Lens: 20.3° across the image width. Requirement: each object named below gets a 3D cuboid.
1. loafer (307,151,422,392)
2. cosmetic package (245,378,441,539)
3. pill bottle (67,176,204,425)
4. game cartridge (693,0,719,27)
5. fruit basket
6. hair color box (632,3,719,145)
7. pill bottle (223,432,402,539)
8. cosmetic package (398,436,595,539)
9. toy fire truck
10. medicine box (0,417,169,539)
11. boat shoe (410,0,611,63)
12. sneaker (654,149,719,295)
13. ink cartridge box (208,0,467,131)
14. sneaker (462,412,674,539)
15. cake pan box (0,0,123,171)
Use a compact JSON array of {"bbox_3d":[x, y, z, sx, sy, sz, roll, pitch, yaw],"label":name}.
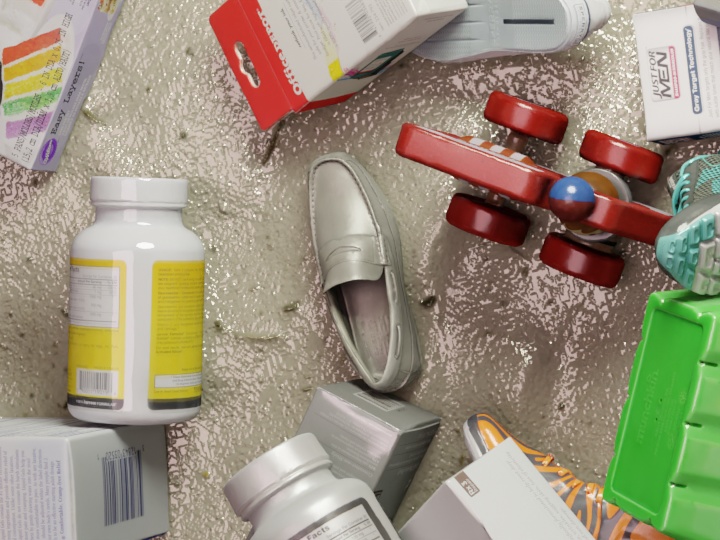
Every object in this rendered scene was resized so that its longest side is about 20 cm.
[{"bbox_3d":[0.000,0.000,1.624,0.070,0.070,0.201,-21,85,18],"label":"loafer"},{"bbox_3d":[-0.025,0.193,1.620,0.090,0.107,0.201,25,101,17],"label":"cosmetic package"},{"bbox_3d":[-0.185,0.024,1.667,0.112,0.112,0.201,3,92,19],"label":"pill bottle"},{"bbox_3d":[0.351,-0.205,1.440,0.200,0.038,0.130,25,80,38],"label":"game cartridge"},{"bbox_3d":[0.301,0.117,1.459,0.215,0.155,0.216,-4,101,-21],"label":"fruit basket"},{"bbox_3d":[0.312,-0.158,1.517,0.199,0.061,0.100,-7,89,19],"label":"hair color box"},{"bbox_3d":[-0.017,0.226,1.502,0.111,0.111,0.200,-37,76,16],"label":"pill bottle"},{"bbox_3d":[0.082,0.230,1.546,0.113,0.081,0.200,51,139,10],"label":"cosmetic package"},{"bbox_3d":[0.137,-0.062,1.523,0.200,0.168,0.112,23,99,17],"label":"toy fire truck"},{"bbox_3d":[-0.285,0.180,1.668,0.199,0.182,0.103,-3,90,19],"label":"medicine box"},{"bbox_3d":[0.106,-0.198,1.586,0.200,0.067,0.074,16,110,40],"label":"boat shoe"},{"bbox_3d":[0.258,-0.042,1.481,0.091,0.200,0.078,25,119,30],"label":"sneaker"},{"bbox_3d":[-0.022,-0.207,1.607,0.200,0.067,0.116,-33,80,42],"label":"ink cartridge box"},{"bbox_3d":[0.175,0.171,1.574,0.112,0.078,0.200,-41,84,8],"label":"sneaker"},{"bbox_3d":[-0.314,-0.204,1.740,0.184,0.052,0.200,27,100,19],"label":"cake pan box"}]
